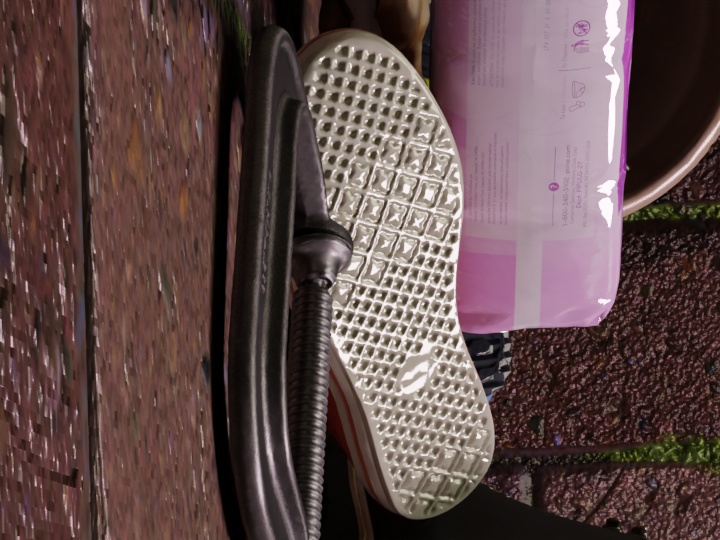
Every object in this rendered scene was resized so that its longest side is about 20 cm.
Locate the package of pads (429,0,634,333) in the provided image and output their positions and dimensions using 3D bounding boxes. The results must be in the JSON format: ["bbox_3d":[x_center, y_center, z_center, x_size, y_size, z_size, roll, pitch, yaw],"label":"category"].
[{"bbox_3d":[0.062,-0.088,1.047,0.121,0.075,0.201,-88,178,-54],"label":"package of pads"}]

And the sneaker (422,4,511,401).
[{"bbox_3d":[0.013,-0.022,1.254,0.078,0.066,0.201,-41,-127,57],"label":"sneaker"}]

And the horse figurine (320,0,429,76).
[{"bbox_3d":[0.023,-0.113,1.163,0.200,0.050,0.133,-56,144,-51],"label":"horse figurine"}]

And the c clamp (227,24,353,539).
[{"bbox_3d":[-0.023,0.034,0.892,0.171,0.027,0.201,70,19,-59],"label":"c clamp"}]

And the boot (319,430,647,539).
[{"bbox_3d":[0.055,0.103,1.114,0.200,0.137,0.078,-88,174,-58],"label":"boot"}]

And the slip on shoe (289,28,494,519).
[{"bbox_3d":[0.000,0.000,1.018,0.061,0.074,0.201,40,-27,45],"label":"slip on shoe"}]

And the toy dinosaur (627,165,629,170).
[{"bbox_3d":[0.061,-0.093,1.332,0.102,0.199,0.077,-49,-157,24],"label":"toy dinosaur"}]

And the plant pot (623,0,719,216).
[{"bbox_3d":[0.078,-0.136,1.472,0.175,0.199,0.202,-133,-143,-67],"label":"plant pot"}]
